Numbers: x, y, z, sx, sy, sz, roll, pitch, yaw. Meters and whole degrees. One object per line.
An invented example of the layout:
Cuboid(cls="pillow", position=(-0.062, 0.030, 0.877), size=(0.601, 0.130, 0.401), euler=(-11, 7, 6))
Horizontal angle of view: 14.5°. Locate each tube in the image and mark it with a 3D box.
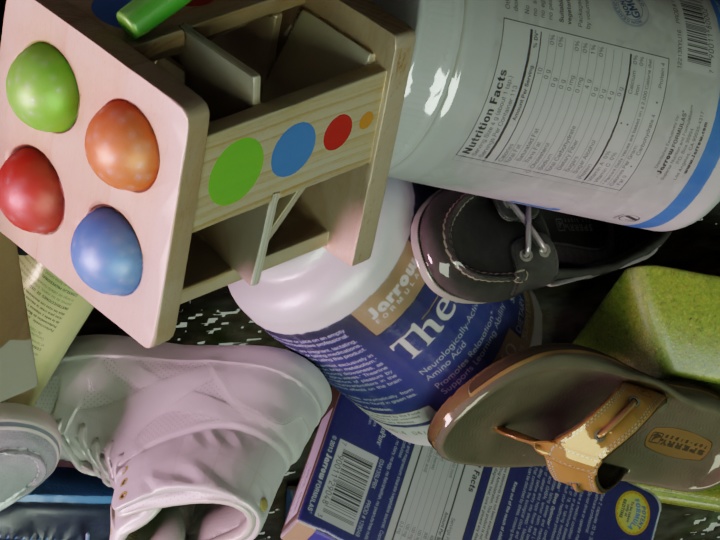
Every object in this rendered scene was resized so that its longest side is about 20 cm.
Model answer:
Cuboid(cls="tube", position=(-0.166, 0.009, 1.459), size=(0.052, 0.058, 0.200), euler=(17, 123, -34))

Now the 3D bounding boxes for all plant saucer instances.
Cuboid(cls="plant saucer", position=(0.208, 0.082, 1.602), size=(0.199, 0.048, 0.200), euler=(10, 146, -14))

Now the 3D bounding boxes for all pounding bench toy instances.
Cuboid(cls="pounding bench toy", position=(-0.075, -0.094, 1.263), size=(0.156, 0.124, 0.201), euler=(-22, 136, -41))

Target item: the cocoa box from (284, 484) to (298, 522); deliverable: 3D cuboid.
Cuboid(cls="cocoa box", position=(0.035, 0.229, 1.633), size=(0.131, 0.200, 0.134), euler=(-6, 134, -13))

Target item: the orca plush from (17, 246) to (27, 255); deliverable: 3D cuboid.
Cuboid(cls="orca plush", position=(-0.166, -0.081, 1.385), size=(0.105, 0.071, 0.201), euler=(27, 119, 16))

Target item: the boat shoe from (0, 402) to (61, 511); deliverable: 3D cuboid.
Cuboid(cls="boat shoe", position=(-0.240, 0.132, 1.421), size=(0.200, 0.072, 0.070), euler=(-21, 136, -6))

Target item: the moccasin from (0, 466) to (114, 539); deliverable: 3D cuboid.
Cuboid(cls="moccasin", position=(-0.138, 0.148, 1.553), size=(0.199, 0.080, 0.068), euler=(7, 97, -36))

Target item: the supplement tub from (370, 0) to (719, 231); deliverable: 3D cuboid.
Cuboid(cls="supplement tub", position=(0.084, -0.097, 1.388), size=(0.199, 0.132, 0.132), euler=(11, 128, -26))

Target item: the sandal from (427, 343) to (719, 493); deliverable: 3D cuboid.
Cuboid(cls="sandal", position=(0.129, 0.089, 1.489), size=(0.199, 0.054, 0.080), euler=(13, 121, -31))

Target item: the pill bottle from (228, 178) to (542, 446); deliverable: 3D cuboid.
Cuboid(cls="pill bottle", position=(0.000, 0.000, 1.465), size=(0.111, 0.111, 0.200), euler=(-35, 134, 15))

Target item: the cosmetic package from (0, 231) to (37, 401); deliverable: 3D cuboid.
Cuboid(cls="cosmetic package", position=(-0.221, -0.027, 1.318), size=(0.105, 0.071, 0.201), euler=(-25, 119, -35))

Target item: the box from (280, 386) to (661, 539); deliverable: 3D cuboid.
Cuboid(cls="box", position=(0.064, 0.136, 1.564), size=(0.200, 0.121, 0.032), euler=(27, 145, -10))

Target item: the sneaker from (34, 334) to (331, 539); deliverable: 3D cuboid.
Cuboid(cls="sneaker", position=(-0.123, 0.097, 1.462), size=(0.199, 0.116, 0.074), euler=(-4, 132, 31))

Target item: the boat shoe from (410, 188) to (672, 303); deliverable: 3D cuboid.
Cuboid(cls="boat shoe", position=(0.097, -0.024, 1.463), size=(0.057, 0.067, 0.200), euler=(-22, 171, 32))
